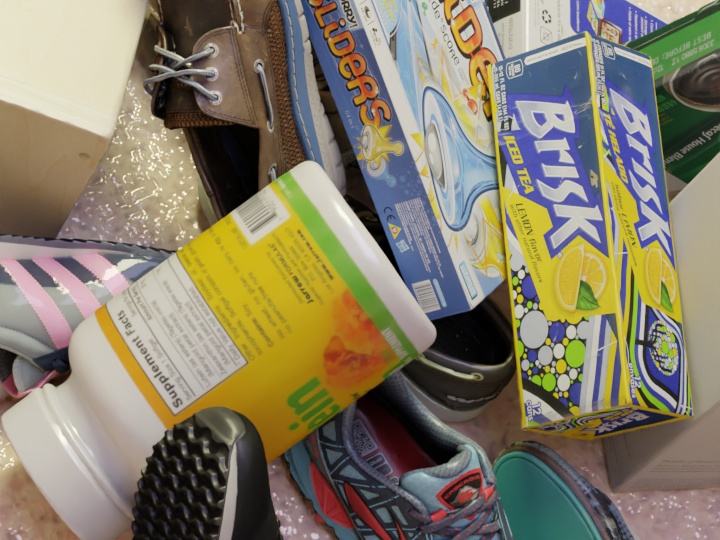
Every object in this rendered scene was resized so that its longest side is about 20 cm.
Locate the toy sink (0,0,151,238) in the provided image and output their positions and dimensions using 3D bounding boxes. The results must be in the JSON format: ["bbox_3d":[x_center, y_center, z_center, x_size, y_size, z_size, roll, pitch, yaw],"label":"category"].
[{"bbox_3d":[-0.168,-0.136,1.371,0.112,0.130,0.201,19,58,-13],"label":"toy sink"}]

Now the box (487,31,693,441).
[{"bbox_3d":[0.119,-0.017,1.375,0.064,0.070,0.201,13,67,-50],"label":"box"}]

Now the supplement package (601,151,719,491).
[{"bbox_3d":[0.216,0.027,1.407,0.119,0.200,0.122,0,66,-22],"label":"supplement package"}]

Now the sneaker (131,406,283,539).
[{"bbox_3d":[-0.056,0.147,1.256,0.090,0.201,0.070,-11,32,-33],"label":"sneaker"}]

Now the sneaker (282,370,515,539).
[{"bbox_3d":[0.035,0.131,1.342,0.079,0.096,0.200,-35,81,-32],"label":"sneaker"}]

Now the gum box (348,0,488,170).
[{"bbox_3d":[0.027,-0.147,1.508,0.169,0.045,0.201,20,59,-12],"label":"gum box"}]

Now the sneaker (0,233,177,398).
[{"bbox_3d":[-0.152,0.025,1.346,0.199,0.070,0.082,3,87,-23],"label":"sneaker"}]

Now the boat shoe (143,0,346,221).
[{"bbox_3d":[-0.067,-0.098,1.318,0.072,0.072,0.201,-43,120,-38],"label":"boat shoe"}]

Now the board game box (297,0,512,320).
[{"bbox_3d":[0.037,-0.090,1.381,0.135,0.034,0.201,-39,111,-57],"label":"board game box"}]

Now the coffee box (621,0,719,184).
[{"bbox_3d":[0.235,-0.079,1.478,0.200,0.123,0.044,28,54,-36],"label":"coffee box"}]

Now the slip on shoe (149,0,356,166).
[{"bbox_3d":[-0.065,-0.138,1.412,0.076,0.061,0.200,-30,64,-16],"label":"slip on shoe"}]

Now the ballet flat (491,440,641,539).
[{"bbox_3d":[0.136,0.177,1.388,0.074,0.074,0.201,-21,76,-30],"label":"ballet flat"}]

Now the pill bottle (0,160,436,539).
[{"bbox_3d":[-0.072,0.047,1.292,0.200,0.111,0.111,-36,80,0],"label":"pill bottle"}]

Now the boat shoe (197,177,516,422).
[{"bbox_3d":[0.002,-0.002,1.415,0.202,0.060,0.072,40,58,0],"label":"boat shoe"}]

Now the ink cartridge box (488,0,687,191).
[{"bbox_3d":[0.151,-0.109,1.519,0.200,0.037,0.095,21,60,-38],"label":"ink cartridge box"}]
